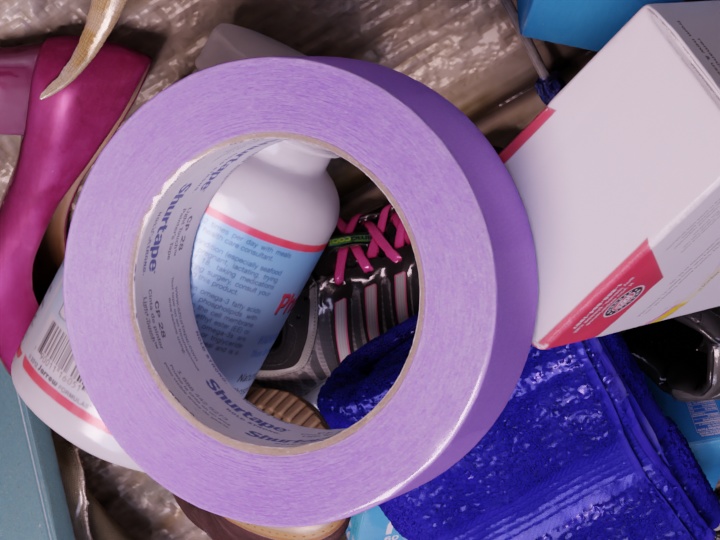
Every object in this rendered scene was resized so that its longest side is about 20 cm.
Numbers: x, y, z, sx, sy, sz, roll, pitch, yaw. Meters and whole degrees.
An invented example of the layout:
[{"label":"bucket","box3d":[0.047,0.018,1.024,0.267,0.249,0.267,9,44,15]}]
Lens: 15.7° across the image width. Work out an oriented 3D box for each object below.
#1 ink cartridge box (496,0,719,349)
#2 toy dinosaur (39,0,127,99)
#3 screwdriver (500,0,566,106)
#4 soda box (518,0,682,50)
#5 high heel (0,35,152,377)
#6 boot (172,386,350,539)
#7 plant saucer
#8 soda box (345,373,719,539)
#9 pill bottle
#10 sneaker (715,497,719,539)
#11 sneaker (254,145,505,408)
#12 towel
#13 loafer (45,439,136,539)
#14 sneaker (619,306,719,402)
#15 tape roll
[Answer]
[{"label":"ink cartridge box","box3d":[0.155,-0.049,1.190,0.148,0.086,0.200,-47,161,30]},{"label":"toy dinosaur","box3d":[-0.093,-0.170,1.181,0.101,0.058,0.201,12,121,7]},{"label":"screwdriver","box3d":[0.082,-0.103,1.244,0.028,0.029,0.200,-20,132,14]},{"label":"soda box","box3d":[0.128,-0.194,1.142,0.067,0.064,0.201,11,128,-10]},{"label":"high heel","box3d":[-0.140,-0.021,1.279,0.096,0.068,0.201,2,127,11]},{"label":"boot","box3d":[-0.033,0.136,1.346,0.072,0.200,0.167,-38,122,-14]},{"label":"plant saucer","box3d":[-0.185,0.135,1.354,0.070,0.201,0.019,-14,173,7]},{"label":"soda box","box3d":[0.087,0.093,1.350,0.199,0.064,0.068,-8,148,-12]},{"label":"pill bottle","box3d":[-0.078,-0.010,1.244,0.108,0.109,0.201,24,105,-20]},{"label":"sneaker","box3d":[0.176,0.163,1.437,0.199,0.079,0.076,-8,129,5]},{"label":"sneaker","box3d":[0.000,0.000,1.300,0.087,0.074,0.200,28,128,-30]},{"label":"towel","box3d":[0.083,0.096,1.271,0.147,0.050,0.200,-32,121,0]},{"label":"loafer","box3d":[-0.142,0.163,1.441,0.069,0.075,0.201,-17,132,-7]},{"label":"sneaker","box3d":[0.191,0.035,1.321,0.199,0.091,0.067,14,135,-12]},{"label":"tape roll","box3d":[-0.027,0.007,1.134,0.199,0.066,0.201,2,95,20]}]
